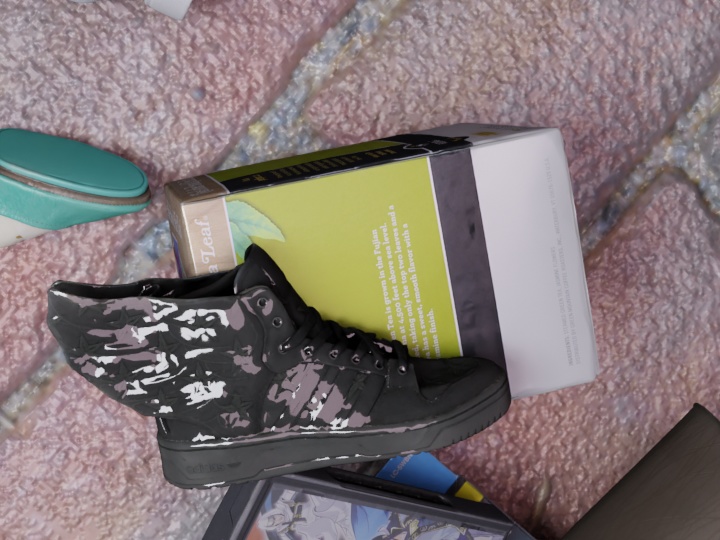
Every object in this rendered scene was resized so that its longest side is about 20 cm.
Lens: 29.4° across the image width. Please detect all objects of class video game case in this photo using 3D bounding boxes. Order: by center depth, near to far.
[{"bbox_3d":[-0.029,0.203,0.751,0.180,0.025,0.201,19,104,-37],"label":"video game case"}]

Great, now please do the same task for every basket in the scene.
[{"bbox_3d":[0.162,0.203,0.775,0.200,0.136,0.181,-35,58,2],"label":"basket"}]

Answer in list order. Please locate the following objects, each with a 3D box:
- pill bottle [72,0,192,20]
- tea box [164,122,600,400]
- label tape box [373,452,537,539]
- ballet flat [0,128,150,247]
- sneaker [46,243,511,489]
[{"bbox_3d":[-0.173,-0.215,0.748,0.199,0.112,0.113,24,91,-11],"label":"pill bottle"},{"bbox_3d":[0.000,0.000,0.757,0.196,0.200,0.134,-11,98,-8],"label":"tea box"},{"bbox_3d":[0.051,0.210,0.856,0.200,0.063,0.144,42,88,-12],"label":"label tape box"},{"bbox_3d":[-0.222,-0.053,0.787,0.199,0.067,0.071,17,116,-12],"label":"ballet flat"},{"bbox_3d":[-0.034,0.036,0.622,0.199,0.060,0.105,-11,103,-5],"label":"sneaker"}]
